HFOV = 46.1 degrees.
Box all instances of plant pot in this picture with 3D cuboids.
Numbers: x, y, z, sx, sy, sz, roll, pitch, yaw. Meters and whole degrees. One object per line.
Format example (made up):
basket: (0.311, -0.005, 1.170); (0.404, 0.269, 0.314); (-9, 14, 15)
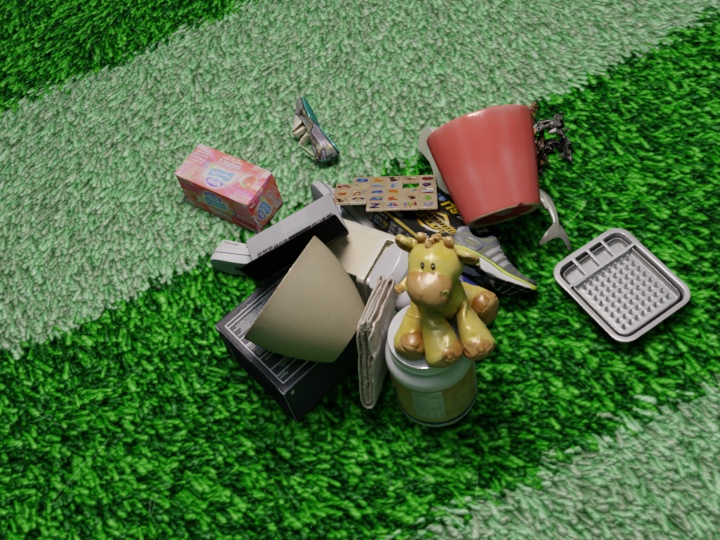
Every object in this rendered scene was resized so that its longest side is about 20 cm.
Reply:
plant pot: (0.238, -0.184, 1.550); (0.199, 0.200, 0.179); (-15, 81, 1)

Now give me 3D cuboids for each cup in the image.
cup: (-0.075, 0.067, 1.372); (0.143, 0.200, 0.201); (36, 65, -4)

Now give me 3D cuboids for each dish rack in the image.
dish rack: (0.462, 0.032, 1.508); (0.171, 0.044, 0.200); (-31, 55, -12)

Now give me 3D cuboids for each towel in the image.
towel: (0.030, 0.117, 1.397); (0.034, 0.201, 0.133); (11, 44, 15)

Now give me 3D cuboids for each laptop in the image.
laptop: (-0.128, -0.072, 1.496); (0.186, 0.116, 0.201); (-29, 43, 3)

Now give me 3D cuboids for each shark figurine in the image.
shark figurine: (0.333, -0.131, 1.631); (0.214, 0.089, 0.129); (32, 101, 37)

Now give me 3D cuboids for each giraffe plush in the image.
giraffe plush: (0.119, 0.024, 1.260); (0.171, 0.163, 0.201); (-10, 55, 4)

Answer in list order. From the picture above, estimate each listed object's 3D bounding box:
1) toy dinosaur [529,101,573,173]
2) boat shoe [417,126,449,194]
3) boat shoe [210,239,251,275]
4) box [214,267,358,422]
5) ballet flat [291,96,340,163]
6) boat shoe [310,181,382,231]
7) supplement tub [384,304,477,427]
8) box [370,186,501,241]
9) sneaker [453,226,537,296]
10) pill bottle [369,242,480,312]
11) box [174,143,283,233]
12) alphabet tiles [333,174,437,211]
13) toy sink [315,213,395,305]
toy dinosaur: (0.350, -0.263, 1.710); (0.135, 0.102, 0.202); (-9, 75, 25)
boat shoe: (0.183, -0.222, 1.716); (0.071, 0.070, 0.202); (9, 38, -30)
boat shoe: (-0.200, -0.026, 1.662); (0.198, 0.074, 0.066); (11, 63, 17)
box: (-0.114, 0.123, 1.510); (0.200, 0.124, 0.198); (-40, 58, -17)
ballet flat: (-0.113, -0.303, 1.843); (0.072, 0.072, 0.201); (-25, 53, -7)
boat shoe: (-0.022, -0.114, 1.689); (0.065, 0.074, 0.200); (-32, 65, -22)
supplement tub: (0.117, 0.155, 1.395); (0.143, 0.201, 0.146); (-5, 54, 7)
box: (0.143, -0.081, 1.609); (0.159, 0.050, 0.200); (-20, 48, -38)
sneaker: (0.240, -0.015, 1.511); (0.074, 0.199, 0.082); (-20, 48, 55)
pill bottle: (0.121, 0.040, 1.468); (0.199, 0.116, 0.116); (31, 58, -18)
box: (-0.273, -0.171, 1.760); (0.199, 0.103, 0.095); (24, 63, 24)
alphabet tiles: (0.047, -0.149, 1.626); (0.198, 0.008, 0.168); (-2, 27, 5)
toy sink: (0.000, 0.000, 1.570); (0.199, 0.131, 0.113); (20, 61, 22)
